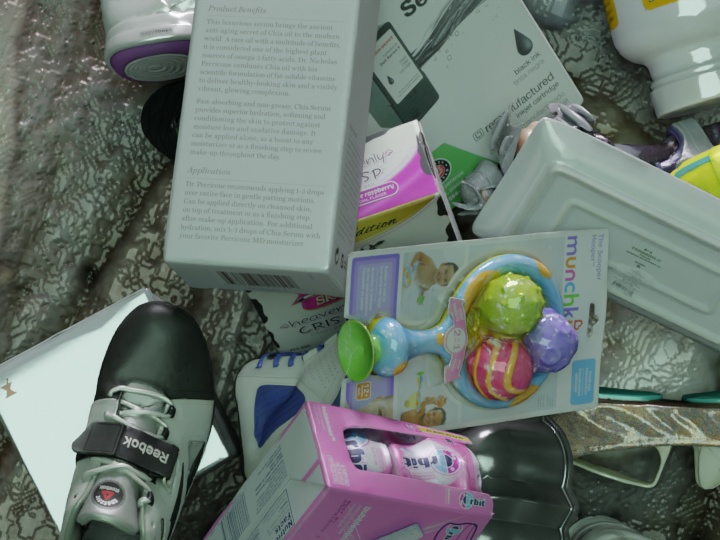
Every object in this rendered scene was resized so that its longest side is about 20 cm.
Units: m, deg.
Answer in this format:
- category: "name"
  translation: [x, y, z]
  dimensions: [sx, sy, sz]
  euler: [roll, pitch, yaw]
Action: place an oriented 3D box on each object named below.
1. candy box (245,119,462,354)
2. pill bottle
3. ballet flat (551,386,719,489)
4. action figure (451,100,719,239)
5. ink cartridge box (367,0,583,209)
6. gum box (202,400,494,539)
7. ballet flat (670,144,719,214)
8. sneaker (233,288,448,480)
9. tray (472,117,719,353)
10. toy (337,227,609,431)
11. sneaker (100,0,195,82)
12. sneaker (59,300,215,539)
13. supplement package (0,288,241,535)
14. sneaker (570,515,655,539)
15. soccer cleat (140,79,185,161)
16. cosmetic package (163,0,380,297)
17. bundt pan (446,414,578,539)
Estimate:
- category: "candy box"
  translation: [0.000, 0.000, 1.479]
  dimensions: [0.135, 0.200, 0.061]
  euler: [-19, 58, 4]
- category: "pill bottle"
  translation: [0.207, -0.207, 1.549]
  dimensions: [0.103, 0.104, 0.202]
  euler: [-14, 87, -1]
- category: "ballet flat"
  translation: [0.210, 0.110, 1.551]
  dimensions: [0.198, 0.068, 0.068]
  euler: [1, 93, 9]
- category: "action figure"
  translation: [0.151, -0.059, 1.515]
  dimensions: [0.198, 0.131, 0.070]
  euler: [-8, 54, -19]
- category: "ink cartridge box"
  translation: [0.029, -0.149, 1.506]
  dimensions: [0.146, 0.084, 0.200]
  euler: [-39, 122, -3]
- category: "gum box"
  translation: [-0.020, 0.165, 1.375]
  dimensions: [0.113, 0.200, 0.066]
  euler: [13, 41, -30]
- category: "ballet flat"
  translation: [0.245, 0.000, 1.520]
  dimensions: [0.067, 0.067, 0.201]
  euler: [-17, 129, 11]
- category: "sneaker"
  translation: [-0.023, 0.071, 1.450]
  dimensions: [0.115, 0.080, 0.200]
  euler: [44, 109, 44]
- category: "tray"
  translation: [0.178, -0.013, 1.468]
  dimensions: [0.199, 0.022, 0.108]
  euler: [25, 130, -8]
- category: "toy"
  translation: [0.079, 0.041, 1.389]
  dimensions: [0.199, 0.047, 0.116]
  euler: [-5, 104, -32]
- category: "sneaker"
  translation: [-0.078, -0.188, 1.561]
  dimensions: [0.198, 0.075, 0.100]
  euler: [-8, 66, -10]
- category: "sneaker"
  translation: [-0.130, 0.117, 1.334]
  dimensions: [0.073, 0.089, 0.202]
  euler: [12, 88, 0]
- category: "supplement package"
  translation: [-0.152, 0.093, 1.478]
  dimensions: [0.116, 0.200, 0.118]
  euler: [-27, 86, -1]
- category: "sneaker"
  translation: [0.223, 0.226, 1.528]
  dimensions: [0.199, 0.087, 0.075]
  euler: [23, 84, 0]
- category: "soccer cleat"
  translation: [-0.082, -0.097, 1.510]
  dimensions: [0.199, 0.081, 0.068]
  euler: [20, 75, 43]
- category: "cosmetic package"
  translation: [-0.049, -0.091, 1.365]
  dimensions: [0.101, 0.071, 0.202]
  euler: [4, 78, 11]
- category: "bundt pan"
  translation: [0.037, 0.150, 1.480]
  dimensions: [0.201, 0.075, 0.204]
  euler: [-14, 69, 42]
